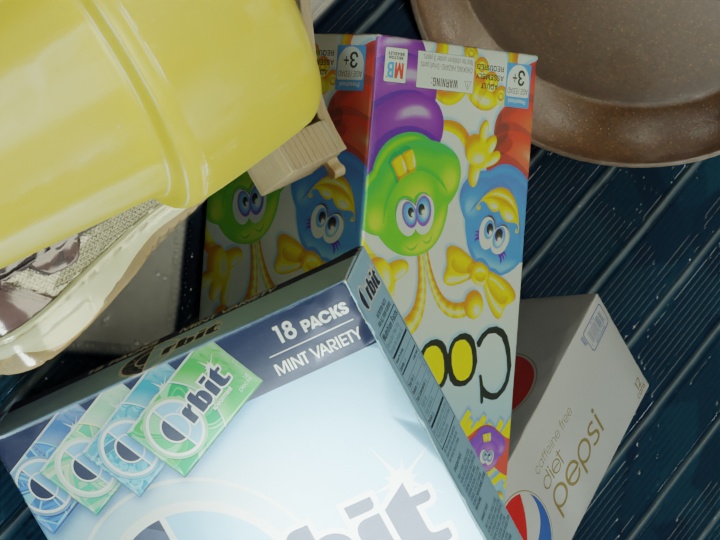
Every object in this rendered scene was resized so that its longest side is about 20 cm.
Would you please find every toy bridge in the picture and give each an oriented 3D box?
[{"bbox_3d":[-0.058,-0.125,1.245,0.067,0.027,0.200,-27,86,-41],"label":"toy bridge"}]

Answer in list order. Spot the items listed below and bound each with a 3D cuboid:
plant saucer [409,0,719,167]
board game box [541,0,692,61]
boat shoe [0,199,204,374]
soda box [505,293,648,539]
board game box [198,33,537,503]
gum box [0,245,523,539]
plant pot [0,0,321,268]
[{"bbox_3d":[0.122,-0.136,1.381,0.200,0.200,0.035,59,30,-30],"label":"plant saucer"},{"bbox_3d":[0.144,-0.191,1.372,0.095,0.200,0.030,30,37,-8],"label":"board game box"},{"bbox_3d":[-0.104,-0.047,1.234,0.200,0.072,0.065,-52,127,-24],"label":"boat shoe"},{"bbox_3d":[0.059,0.101,1.388,0.064,0.068,0.200,58,46,-31],"label":"soda box"},{"bbox_3d":[0.000,0.000,1.317,0.103,0.105,0.200,3,91,-44],"label":"board game box"},{"bbox_3d":[-0.029,0.114,1.233,0.200,0.170,0.045,62,18,-13],"label":"gum box"},{"bbox_3d":[-0.147,-0.084,1.110,0.189,0.201,0.201,-37,121,-12],"label":"plant pot"}]
